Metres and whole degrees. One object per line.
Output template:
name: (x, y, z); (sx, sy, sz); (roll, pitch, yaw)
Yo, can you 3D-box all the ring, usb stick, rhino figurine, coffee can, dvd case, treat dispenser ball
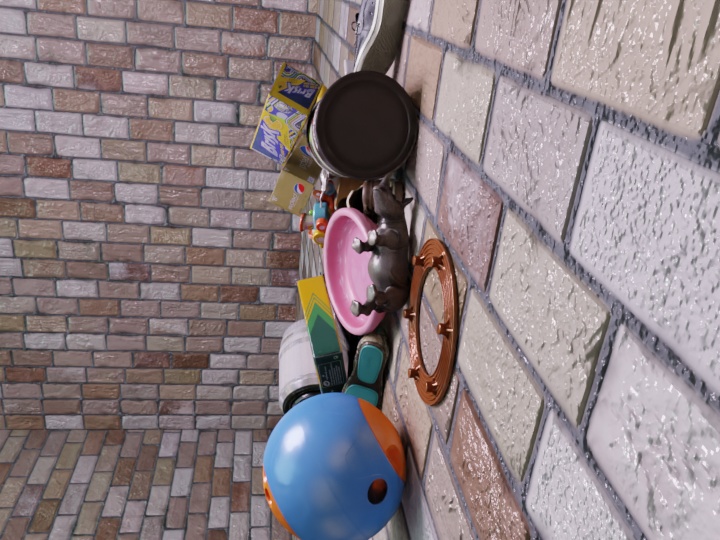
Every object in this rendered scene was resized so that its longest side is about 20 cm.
ring: (0.079, 0.062, 0.775); (0.200, 0.019, 0.204); (-177, 90, -80)
usb stick: (0.004, 0.140, 1.117); (0.032, 0.055, 0.203); (16, 106, 48)
rhino figurine: (0.035, -0.036, 0.885); (0.059, 0.087, 0.204); (3, 90, 47)
coffee can: (-0.006, -0.214, 0.969); (0.200, 0.144, 0.149); (-135, 48, -78)
dvd case: (-0.031, 0.103, 1.211); (0.149, 0.016, 0.203); (-143, 32, -79)
treat dispenser ball: (-0.036, 0.272, 0.871); (0.201, 0.197, 0.204); (-178, 90, -80)

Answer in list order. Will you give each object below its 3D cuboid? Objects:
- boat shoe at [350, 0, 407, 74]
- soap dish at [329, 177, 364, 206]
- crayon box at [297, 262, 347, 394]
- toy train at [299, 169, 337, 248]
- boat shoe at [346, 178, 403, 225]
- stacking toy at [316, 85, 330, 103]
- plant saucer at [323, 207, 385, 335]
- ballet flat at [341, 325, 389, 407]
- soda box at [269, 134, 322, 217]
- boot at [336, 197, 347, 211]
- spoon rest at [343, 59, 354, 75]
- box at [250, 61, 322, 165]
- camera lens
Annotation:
boat shoe: (0.024, -0.387, 1.015); (0.062, 0.074, 0.202); (48, 138, 33)
soap dish: (-0.023, -0.251, 1.277); (0.201, 0.080, 0.159); (107, 163, -58)
crayon box: (-0.070, 0.103, 1.121); (0.127, 0.051, 0.202); (84, 172, -48)
toy train: (-0.077, -0.115, 1.159); (0.200, 0.055, 0.153); (-2, -89, -87)
boat shoe: (0.013, -0.118, 1.042); (0.202, 0.074, 0.076); (151, 121, -79)
stacking toy: (-0.053, -0.288, 1.092); (0.085, 0.197, 0.087); (-171, 90, -77)
plant saucer: (0.000, 0.000, 1.016); (0.200, 0.050, 0.204); (-151, 58, -60)
ballet flat: (0.012, 0.177, 1.060); (0.076, 0.067, 0.202); (-62, -11, -58)
soda box: (-0.108, -0.179, 1.169); (0.201, 0.063, 0.068); (-77, 13, -61)
boot: (-0.013, -0.034, 1.206); (0.201, 0.071, 0.156); (-101, 14, -53)
spoon rest: (0.032, -0.421, 1.107); (0.200, 0.060, 0.101); (128, 143, -52)
box: (-0.124, -0.246, 1.028); (0.065, 0.069, 0.200); (-67, 11, -19)
camera lens: (-0.101, 0.227, 1.395); (0.202, 0.157, 0.162); (-98, 14, -48)
